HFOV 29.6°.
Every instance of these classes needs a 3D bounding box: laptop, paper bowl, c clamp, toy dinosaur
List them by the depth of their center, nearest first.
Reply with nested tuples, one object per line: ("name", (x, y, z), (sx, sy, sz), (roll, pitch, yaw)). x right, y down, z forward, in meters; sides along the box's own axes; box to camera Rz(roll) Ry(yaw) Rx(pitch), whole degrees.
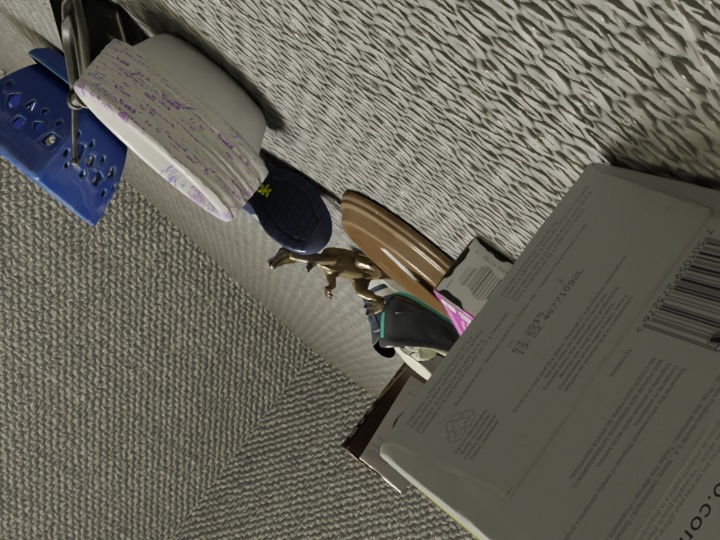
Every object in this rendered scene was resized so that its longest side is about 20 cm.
("paper bowl", (-0.172, -0.149, 1.324), (0.200, 0.105, 0.201), (39, 174, 5))
("c clamp", (-0.295, -0.207, 1.435), (0.027, 0.173, 0.200), (-6, 180, -16))
("toy dinosaur", (0.000, 0.000, 1.510), (0.198, 0.059, 0.101), (12, -158, -21))
("laptop", (-0.243, -0.239, 1.523), (0.187, 0.115, 0.202), (31, 141, 46))

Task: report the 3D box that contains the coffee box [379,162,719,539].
("coffee box", (0.169, 0.095, 0.674), (0.198, 0.200, 0.200), (42, 172, -26))

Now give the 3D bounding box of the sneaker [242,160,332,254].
("sneaker", (-0.085, -0.073, 1.525), (0.200, 0.074, 0.082), (40, -179, 44))

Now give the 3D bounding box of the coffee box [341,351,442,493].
("coffee box", (0.070, 0.140, 1.505), (0.080, 0.201, 0.113), (38, 173, 0))

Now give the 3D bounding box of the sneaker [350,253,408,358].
("sneaker", (0.027, 0.051, 1.649), (0.199, 0.085, 0.075), (33, 172, 42))

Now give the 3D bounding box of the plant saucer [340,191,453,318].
("plant saucer", (0.053, -0.006, 1.384), (0.200, 0.030, 0.200), (40, 173, 6))

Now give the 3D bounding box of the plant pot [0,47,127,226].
("plant pot", (-0.467, -0.219, 2.137), (0.199, 0.180, 0.200), (36, 173, 24))

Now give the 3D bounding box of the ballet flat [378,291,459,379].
("ballet flat", (0.103, 0.090, 1.358), (0.198, 0.074, 0.073), (25, 177, -16))

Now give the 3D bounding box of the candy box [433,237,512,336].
("candy box", (0.164, 0.071, 1.144), (0.199, 0.061, 0.136), (36, 172, 24))
